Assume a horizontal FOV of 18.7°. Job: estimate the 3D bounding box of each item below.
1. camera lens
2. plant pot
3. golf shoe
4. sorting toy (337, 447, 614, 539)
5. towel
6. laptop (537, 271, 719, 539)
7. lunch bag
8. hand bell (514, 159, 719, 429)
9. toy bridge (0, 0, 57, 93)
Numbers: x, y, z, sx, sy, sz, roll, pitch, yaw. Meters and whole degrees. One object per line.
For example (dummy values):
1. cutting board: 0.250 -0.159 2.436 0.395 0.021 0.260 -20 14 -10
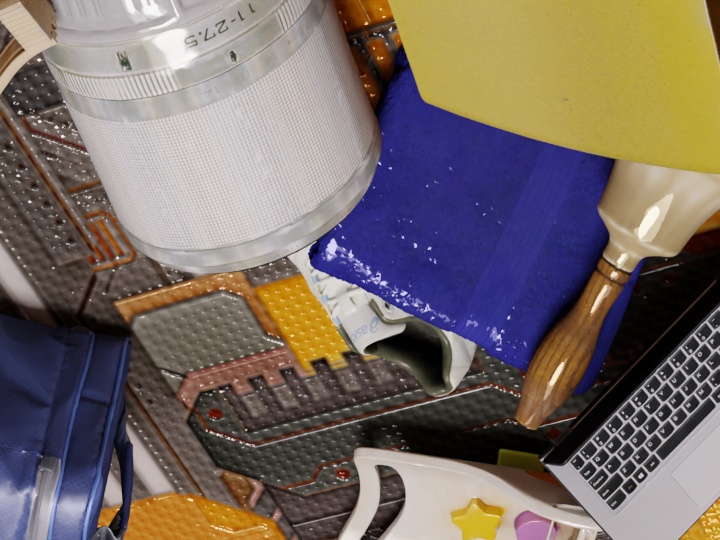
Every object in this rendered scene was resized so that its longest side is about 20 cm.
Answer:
1. camera lens: -0.085 -0.112 1.214 0.158 0.161 0.201 -10 127 15
2. plant pot: 0.110 -0.182 1.122 0.175 0.201 0.201 -1 133 22
3. golf shoe: 0.000 0.000 1.353 0.199 0.098 0.078 34 129 -20
4. sorting toy: 0.074 0.184 1.515 0.178 0.107 0.201 14 132 3
5. towel: 0.080 -0.030 1.321 0.199 0.050 0.149 25 92 -16
6. laptop: 0.213 0.087 1.337 0.187 0.116 0.200 -44 121 -3
7. lunch bag: -0.212 0.128 1.423 0.131 0.201 0.137 9 127 -6
8. hand bell: 0.145 0.005 1.286 0.103 0.104 0.201 25 106 -16
9. toy bridge: -0.243 -0.088 1.146 0.199 0.027 0.067 -23 135 16
